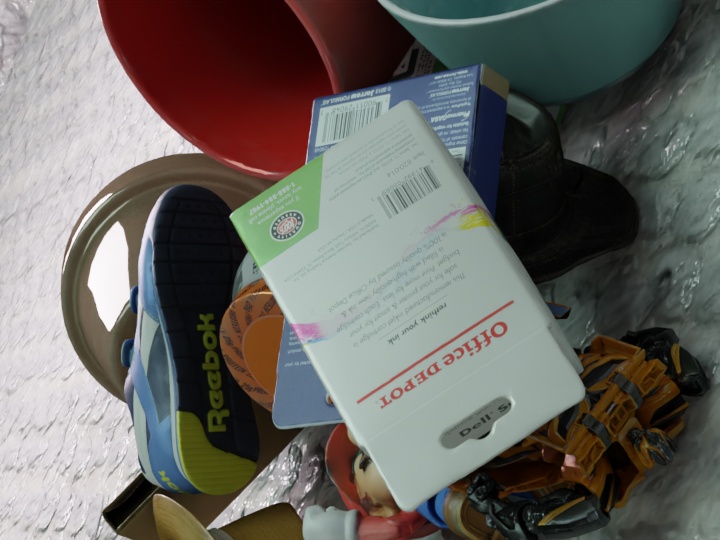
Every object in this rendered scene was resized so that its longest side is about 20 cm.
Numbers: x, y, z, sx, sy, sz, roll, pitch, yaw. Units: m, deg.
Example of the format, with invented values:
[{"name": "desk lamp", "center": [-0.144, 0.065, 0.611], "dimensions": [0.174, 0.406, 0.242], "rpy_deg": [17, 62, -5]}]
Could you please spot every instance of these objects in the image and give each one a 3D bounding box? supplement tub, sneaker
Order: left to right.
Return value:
[{"name": "sneaker", "center": [-0.115, 0.046, 1.616], "dimensions": [0.082, 0.074, 0.201], "rpy_deg": [-22, 66, 55]}, {"name": "supplement tub", "center": [0.000, 0.000, 1.601], "dimensions": [0.123, 0.122, 0.200], "rpy_deg": [-49, 1, 43]}]

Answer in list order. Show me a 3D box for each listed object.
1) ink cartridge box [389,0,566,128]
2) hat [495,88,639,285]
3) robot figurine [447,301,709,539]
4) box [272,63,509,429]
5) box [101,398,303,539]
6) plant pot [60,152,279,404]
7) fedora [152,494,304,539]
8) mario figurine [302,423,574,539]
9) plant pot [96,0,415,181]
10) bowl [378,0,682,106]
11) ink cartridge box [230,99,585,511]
[{"name": "ink cartridge box", "center": [0.079, -0.159, 1.722], "dimensions": [0.200, 0.084, 0.147], "rpy_deg": [-13, 56, 68]}, {"name": "hat", "center": [0.064, -0.062, 1.489], "dimensions": [0.201, 0.200, 0.081], "rpy_deg": [-108, 10, -63]}, {"name": "robot figurine", "center": [0.087, 0.073, 1.364], "dimensions": [0.200, 0.058, 0.145], "rpy_deg": [10, 55, 51]}, {"name": "box", "center": [0.016, -0.008, 1.410], "dimensions": [0.121, 0.032, 0.201], "rpy_deg": [-8, 64, 37]}, {"name": "box", "center": [-0.093, 0.124, 1.744], "dimensions": [0.164, 0.021, 0.200], "rpy_deg": [-46, -12, -2]}, {"name": "plant pot", "center": [-0.120, 0.031, 1.831], "dimensions": [0.201, 0.200, 0.175], "rpy_deg": [-62, 9, 14]}, {"name": "fedora", "center": [-0.056, 0.206, 1.626], "dimensions": [0.082, 0.201, 0.201], "rpy_deg": [-30, 12, -14]}, {"name": "mario figurine", "center": [0.033, 0.109, 1.486], "dimensions": [0.200, 0.123, 0.106], "rpy_deg": [-4, 93, 64]}, {"name": "plant pot", "center": [-0.040, -0.186, 1.631], "dimensions": [0.177, 0.200, 0.200], "rpy_deg": [-48, 6, -33]}, {"name": "bowl", "center": [0.114, -0.173, 1.538], "dimensions": [0.200, 0.105, 0.201], "rpy_deg": [-17, 37, 14]}, {"name": "ink cartridge box", "center": [0.032, 0.026, 1.314], "dimensions": [0.117, 0.067, 0.200], "rpy_deg": [-33, 60, 5]}]
